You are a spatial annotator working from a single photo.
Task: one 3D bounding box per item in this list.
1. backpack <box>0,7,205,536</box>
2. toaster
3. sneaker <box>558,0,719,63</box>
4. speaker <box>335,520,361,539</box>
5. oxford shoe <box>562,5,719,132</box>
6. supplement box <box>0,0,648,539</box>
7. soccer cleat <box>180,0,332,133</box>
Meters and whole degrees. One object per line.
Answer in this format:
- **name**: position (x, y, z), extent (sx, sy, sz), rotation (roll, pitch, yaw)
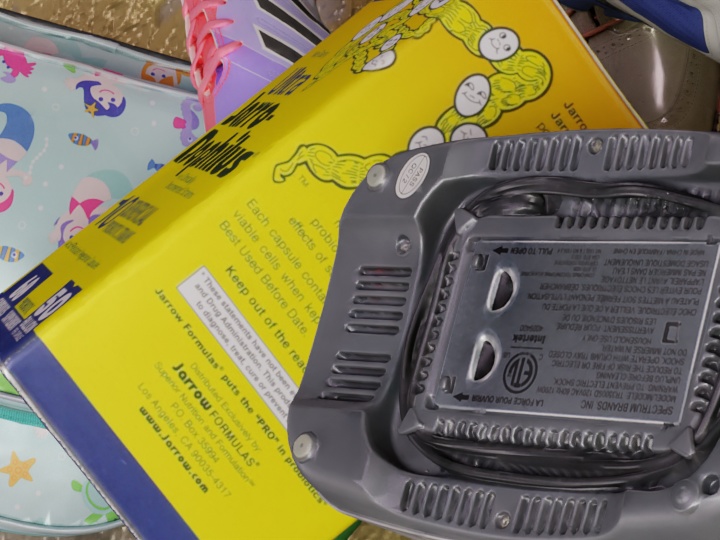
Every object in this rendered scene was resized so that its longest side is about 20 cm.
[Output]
- **backpack**: position (-0.125, 0.005, 1.000), extent (0.151, 0.177, 0.200), rotation (180, 106, -81)
- **toaster**: position (0.089, 0.033, 0.673), extent (0.200, 0.129, 0.114), rotation (0, 70, 44)
- **sneaker**: position (0.122, -0.103, 0.817), extent (0.199, 0.115, 0.081), rotation (22, 89, 17)
- **speaker**: position (0.000, 0.000, 0.933), extent (0.088, 0.088, 0.200), rotation (9, 67, 45)
- **oxford shoe**: position (0.087, -0.099, 0.921), extent (0.071, 0.074, 0.200), rotation (-23, 57, 35)
- **supplement box**: position (-0.010, 0.001, 0.810), extent (0.200, 0.110, 0.109), rotation (-39, 13, -7)
- **soccer cleat**: position (-0.044, -0.096, 0.937), extent (0.067, 0.076, 0.200), rotation (-42, 28, 29)
